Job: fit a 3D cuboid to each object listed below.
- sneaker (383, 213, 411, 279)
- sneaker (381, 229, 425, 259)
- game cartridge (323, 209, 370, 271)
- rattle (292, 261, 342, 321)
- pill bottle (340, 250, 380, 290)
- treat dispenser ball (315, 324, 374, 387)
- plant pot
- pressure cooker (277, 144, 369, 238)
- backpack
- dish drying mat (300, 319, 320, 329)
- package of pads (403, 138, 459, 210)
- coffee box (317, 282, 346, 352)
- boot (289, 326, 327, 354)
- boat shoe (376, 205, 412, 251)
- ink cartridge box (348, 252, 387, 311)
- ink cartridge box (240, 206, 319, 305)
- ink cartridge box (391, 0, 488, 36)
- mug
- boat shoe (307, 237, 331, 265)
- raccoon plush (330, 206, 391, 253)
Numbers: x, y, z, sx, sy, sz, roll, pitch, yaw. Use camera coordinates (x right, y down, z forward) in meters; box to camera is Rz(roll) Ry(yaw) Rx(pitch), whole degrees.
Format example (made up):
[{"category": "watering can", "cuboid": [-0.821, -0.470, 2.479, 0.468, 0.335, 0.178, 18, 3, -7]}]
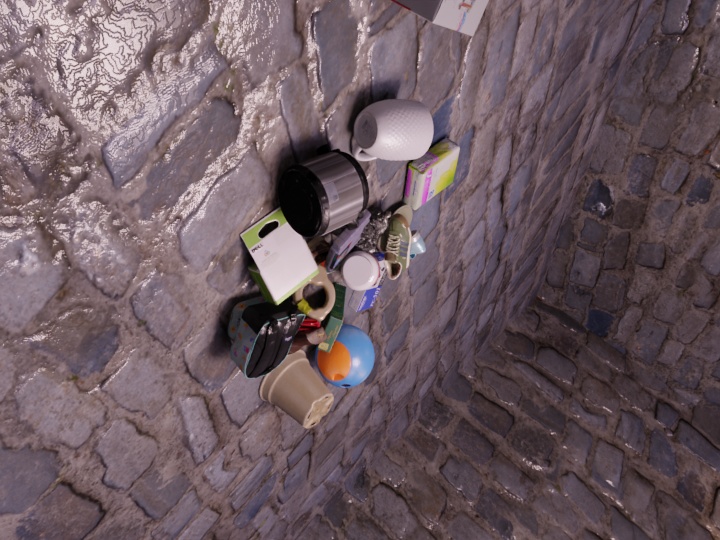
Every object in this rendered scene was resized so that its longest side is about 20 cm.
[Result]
[{"category": "sneaker", "cuboid": [0.105, -0.061, 1.855, 0.090, 0.066, 0.204, -49, 145, -40]}, {"category": "sneaker", "cuboid": [0.129, -0.065, 1.958, 0.074, 0.083, 0.199, -41, -165, -27]}, {"category": "game cartridge", "cuboid": [-0.037, -0.073, 1.627, 0.131, 0.038, 0.200, -53, 178, -20]}, {"category": "rattle", "cuboid": [-0.129, 0.047, 1.800, 0.143, 0.127, 0.205, 102, 0, -72]}, {"category": "pill bottle", "cuboid": [0.000, 0.000, 1.826, 0.113, 0.111, 0.200, -54, 176, 4]}, {"category": "treat dispenser ball", "cuboid": [-0.051, 0.280, 2.049, 0.200, 0.200, 0.203, -38, 151, -26]}, {"category": "plant pot", "cuboid": [-0.188, 0.386, 1.969, 0.200, 0.182, 0.203, -39, 151, -26]}, {"category": "pressure cooker", "cuboid": [-0.074, -0.183, 1.475, 0.198, 0.177, 0.179, -29, 143, -38]}, {"category": "backpack", "cuboid": [-0.257, 0.171, 1.624, 0.174, 0.152, 0.204, -17, 132, -50]}, {"category": "dish drying mat", "cuboid": [-0.152, 0.155, 1.770, 0.200, 0.075, 0.019, 96, -3, -80]}, {"category": "package of pads", "cuboid": [0.222, -0.305, 1.948, 0.199, 0.068, 0.156, -38, 151, -31]}, {"category": "coffee box", "cuboid": [-0.085, 0.140, 1.875, 0.201, 0.043, 0.125, -87, -161, -63]}, {"category": "boot", "cuboid": [-0.157, 0.197, 1.795, 0.197, 0.066, 0.185, -17, 172, 33]}, {"category": "boat shoe", "cuboid": [0.091, -0.132, 1.941, 0.075, 0.065, 0.201, 54, 55, -30]}, {"category": "ink cartridge box", "cuboid": [0.035, 0.036, 2.076, 0.093, 0.044, 0.203, -13, 133, -51]}, {"category": "ink cartridge box", "cuboid": [-0.210, -0.043, 1.547, 0.147, 0.075, 0.203, -37, 116, -25]}, {"category": "ink cartridge box", "cuboid": [0.187, -0.635, 1.399, 0.198, 0.144, 0.147, -13, 134, -54]}, {"category": "mug", "cuboid": [0.059, -0.339, 1.573, 0.173, 0.151, 0.199, -12, 163, -42]}, {"category": "boat shoe", "cuboid": [-0.150, -0.013, 1.672, 0.199, 0.072, 0.073, -38, 150, -30]}, {"category": "raccoon plush", "cuboid": [0.013, -0.133, 1.790, 0.136, 0.096, 0.199, -63, 153, 3]}]
